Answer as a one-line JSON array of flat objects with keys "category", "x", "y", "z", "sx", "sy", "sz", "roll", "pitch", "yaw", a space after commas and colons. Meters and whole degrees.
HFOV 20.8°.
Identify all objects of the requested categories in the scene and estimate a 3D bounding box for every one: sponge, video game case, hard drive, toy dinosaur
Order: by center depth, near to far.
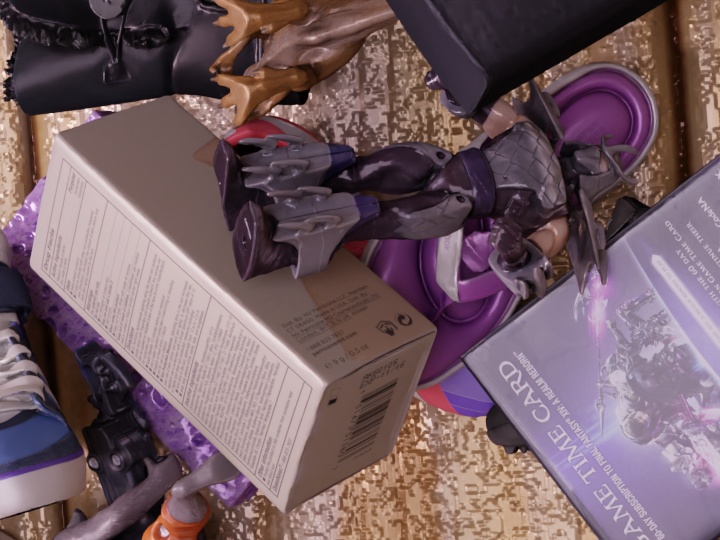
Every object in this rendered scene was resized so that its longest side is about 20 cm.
[{"category": "hard drive", "x": 0.050, "y": -0.184, "z": 0.846, "sx": 0.135, "sy": 0.042, "sz": 0.200, "roll": -30, "pitch": 91, "yaw": 0}, {"category": "toy dinosaur", "x": -0.014, "y": -0.113, "z": 0.912, "sx": 0.200, "sy": 0.106, "sz": 0.060, "roll": -13, "pitch": 98, "yaw": 50}, {"category": "video game case", "x": 0.168, "y": 0.036, "z": 0.925, "sx": 0.200, "sy": 0.019, "sz": 0.143, "roll": -38, "pitch": 85, "yaw": 10}, {"category": "sponge", "x": -0.102, "y": 0.020, "z": 1.063, "sx": 0.200, "sy": 0.030, "sz": 0.112, "roll": 43, "pitch": 103, "yaw": 11}]

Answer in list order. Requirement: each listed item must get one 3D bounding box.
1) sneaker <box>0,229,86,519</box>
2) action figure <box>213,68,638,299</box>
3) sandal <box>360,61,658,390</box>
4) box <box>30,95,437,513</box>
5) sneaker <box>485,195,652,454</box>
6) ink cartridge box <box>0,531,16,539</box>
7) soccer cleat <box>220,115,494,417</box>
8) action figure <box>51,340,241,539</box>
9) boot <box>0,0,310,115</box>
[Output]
[{"category": "sneaker", "x": -0.200, "y": 0.042, "z": 0.998, "sx": 0.081, "sy": 0.200, "sz": 0.147, "roll": -15, "pitch": 99, "yaw": -14}, {"category": "action figure", "x": 0.037, "y": -0.038, "z": 0.905, "sx": 0.200, "sy": 0.069, "sz": 0.130, "roll": -9, "pitch": 51, "yaw": -14}, {"category": "sandal", "x": 0.068, "y": -0.028, "z": 0.966, "sx": 0.082, "sy": 0.050, "sz": 0.203, "roll": 41, "pitch": 83, "yaw": -4}, {"category": "box", "x": -0.067, "y": 0.012, "z": 0.957, "sx": 0.200, "sy": 0.078, "sz": 0.095, "roll": 42, "pitch": 135, "yaw": 25}, {"category": "sneaker", "x": 0.137, "y": 0.013, "z": 0.974, "sx": 0.200, "sy": 0.066, "sz": 0.091, "roll": -34, "pitch": 80, "yaw": 12}, {"category": "ink cartridge box", "x": -0.288, "y": 0.225, "z": 1.067, "sx": 0.083, "sy": 0.147, "sz": 0.200, "roll": 28, "pitch": 100, "yaw": 15}, {"category": "soccer cleat", "x": 0.000, "y": 0.000, "z": 1.007, "sx": 0.067, "sy": 0.076, "sz": 0.200, "roll": -43, "pitch": 80, "yaw": 14}, {"category": "action figure", "x": -0.122, "y": 0.139, "z": 1.010, "sx": 0.193, "sy": 0.105, "sz": 0.200, "roll": -19, "pitch": 94, "yaw": 56}, {"category": "boot", "x": -0.111, "y": -0.180, "z": 1.024, "sx": 0.168, "sy": 0.076, "sz": 0.200, "roll": 1, "pitch": 99, "yaw": 7}]
